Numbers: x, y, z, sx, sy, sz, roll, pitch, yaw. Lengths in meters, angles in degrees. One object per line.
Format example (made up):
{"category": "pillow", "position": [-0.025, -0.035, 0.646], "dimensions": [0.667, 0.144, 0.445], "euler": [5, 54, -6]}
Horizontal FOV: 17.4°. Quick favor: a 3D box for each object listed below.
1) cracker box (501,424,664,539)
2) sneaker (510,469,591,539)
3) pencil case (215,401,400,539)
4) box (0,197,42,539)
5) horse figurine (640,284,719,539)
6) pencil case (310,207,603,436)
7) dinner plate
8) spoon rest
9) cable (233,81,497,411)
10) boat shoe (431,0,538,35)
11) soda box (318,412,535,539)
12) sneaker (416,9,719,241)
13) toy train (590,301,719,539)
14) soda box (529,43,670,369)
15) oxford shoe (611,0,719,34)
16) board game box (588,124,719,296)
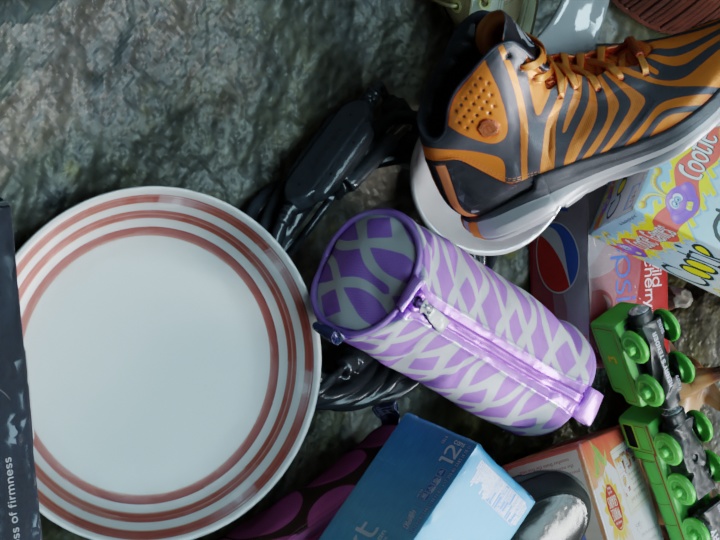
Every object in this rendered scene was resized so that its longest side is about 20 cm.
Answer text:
{"category": "cracker box", "position": [0.155, 0.202, 1.444], "dimensions": [0.134, 0.057, 0.202], "euler": [-3, 76, -71]}
{"category": "sneaker", "position": [0.067, 0.201, 1.338], "dimensions": [0.200, 0.079, 0.075], "euler": [-47, 118, -5]}
{"category": "pencil case", "position": [-0.034, 0.164, 1.355], "dimensions": [0.199, 0.094, 0.091], "euler": [-34, 96, -29]}
{"category": "box", "position": [-0.275, 0.071, 1.158], "dimensions": [0.195, 0.124, 0.202], "euler": [-10, 101, -36]}
{"category": "horse figurine", "position": [0.213, 0.113, 1.521], "dimensions": [0.050, 0.132, 0.202], "euler": [-21, 122, -45]}
{"category": "pencil case", "position": [0.057, 0.032, 1.362], "dimensions": [0.200, 0.085, 0.085], "euler": [29, 81, -47]}
{"category": "dinner plate", "position": [-0.118, 0.053, 1.308], "dimensions": [0.198, 0.024, 0.202], "euler": [-2, 95, -18]}
{"category": "spoon rest", "position": [0.096, -0.104, 1.367], "dimensions": [0.099, 0.061, 0.201], "euler": [22, 93, -19]}
{"category": "cable", "position": [0.000, 0.000, 1.398], "dimensions": [0.163, 0.051, 0.201], "euler": [46, 69, -36]}
{"category": "boat shoe", "position": [0.073, -0.180, 1.420], "dimensions": [0.066, 0.074, 0.202], "euler": [16, 90, -16]}
{"category": "soda box", "position": [0.006, 0.183, 1.294], "dimensions": [0.201, 0.068, 0.064], "euler": [-54, 128, -12]}
{"category": "sneaker", "position": [0.122, -0.107, 1.306], "dimensions": [0.199, 0.078, 0.112], "euler": [-31, 117, 2]}
{"category": "toy train", "position": [0.192, 0.110, 1.459], "dimensions": [0.042, 0.056, 0.201], "euler": [-31, 112, -29]}
{"category": "soda box", "position": [0.149, -0.042, 1.484], "dimensions": [0.070, 0.063, 0.202], "euler": [-6, 98, -34]}
{"category": "oxford shoe", "position": [0.228, -0.197, 1.537], "dimensions": [0.199, 0.071, 0.074], "euler": [13, 61, -35]}
{"category": "board game box", "position": [0.255, -0.033, 1.409], "dimensions": [0.199, 0.103, 0.106], "euler": [24, 80, -5]}
